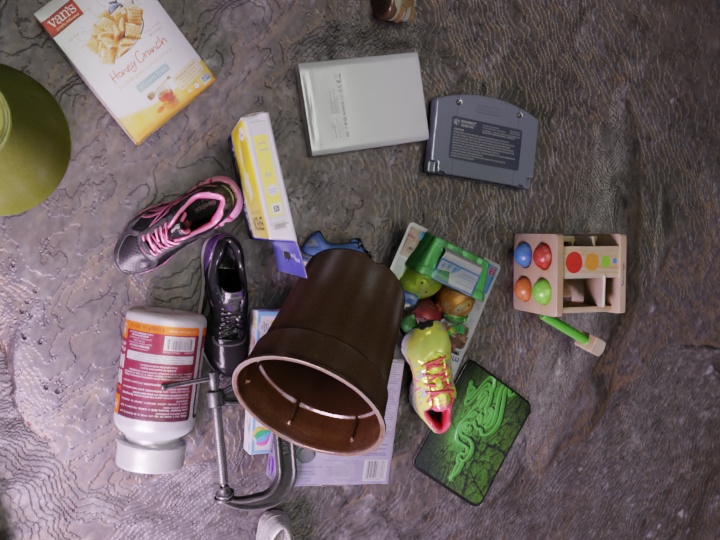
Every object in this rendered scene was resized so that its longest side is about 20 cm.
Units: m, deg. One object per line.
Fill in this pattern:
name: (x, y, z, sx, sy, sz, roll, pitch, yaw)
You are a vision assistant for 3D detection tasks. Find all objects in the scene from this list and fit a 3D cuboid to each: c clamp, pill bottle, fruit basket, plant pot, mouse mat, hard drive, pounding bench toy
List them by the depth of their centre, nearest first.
plant pot: (-0.437, -0.163, 0.792, 0.182, 0.199, 0.193, -1, 93, -20)
plant pot: (-0.034, 0.094, 0.882, 0.199, 0.199, 0.201, 38, 49, -18)
c clamp: (-0.164, 0.226, 0.914, 0.167, 0.027, 0.206, -13, 95, -28)
pill bottle: (-0.269, 0.156, 0.920, 0.107, 0.109, 0.206, 8, 90, -21)
hard drive: (0.005, -0.254, 1.051, 0.195, 0.026, 0.136, -12, 97, -20)
fruit basket: (0.114, 0.053, 1.074, 0.182, 0.093, 0.205, 23, 88, -21)
pounding bench toy: (0.336, 0.042, 1.140, 0.152, 0.124, 0.207, -2, 93, -20)
mouse mat: (0.190, 0.275, 1.158, 0.159, 0.007, 0.203, 35, 79, -19)

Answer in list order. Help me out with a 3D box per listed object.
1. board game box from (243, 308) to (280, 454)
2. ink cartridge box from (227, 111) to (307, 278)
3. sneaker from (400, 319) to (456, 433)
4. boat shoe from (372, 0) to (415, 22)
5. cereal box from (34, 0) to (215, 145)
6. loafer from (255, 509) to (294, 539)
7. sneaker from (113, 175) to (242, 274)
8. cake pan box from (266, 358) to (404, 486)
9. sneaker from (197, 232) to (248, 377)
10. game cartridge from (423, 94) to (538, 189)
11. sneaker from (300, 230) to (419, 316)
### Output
board game box: (-0.101, 0.161, 1.018, 0.131, 0.034, 0.207, 3, 91, -28)
ink cartridge box: (-0.130, -0.091, 0.916, 0.046, 0.197, 0.206, -12, 96, -16)
sneaker: (0.114, 0.163, 1.036, 0.076, 0.091, 0.204, -17, 128, -9)
boat shoe: (0.059, -0.483, 1.047, 0.075, 0.071, 0.206, -4, 101, -35)
cereal box: (-0.310, -0.294, 0.920, 0.144, 0.039, 0.201, -43, 106, -14)
loafer: (-0.129, 0.460, 1.009, 0.068, 0.070, 0.207, 0, 92, -21)
sneaker: (-0.248, -0.056, 0.912, 0.197, 0.096, 0.080, -33, 105, 4)
cake pan box: (-0.031, 0.215, 1.010, 0.195, 0.052, 0.190, 7, 92, -27)
sneaker: (-0.189, 0.052, 0.957, 0.074, 0.087, 0.206, -6, 95, -21)
game cartridge: (0.198, -0.213, 1.123, 0.195, 0.041, 0.137, 7, 86, -21)
sneaker: (0.000, 0.000, 1.009, 0.196, 0.079, 0.091, 27, 75, 7)
